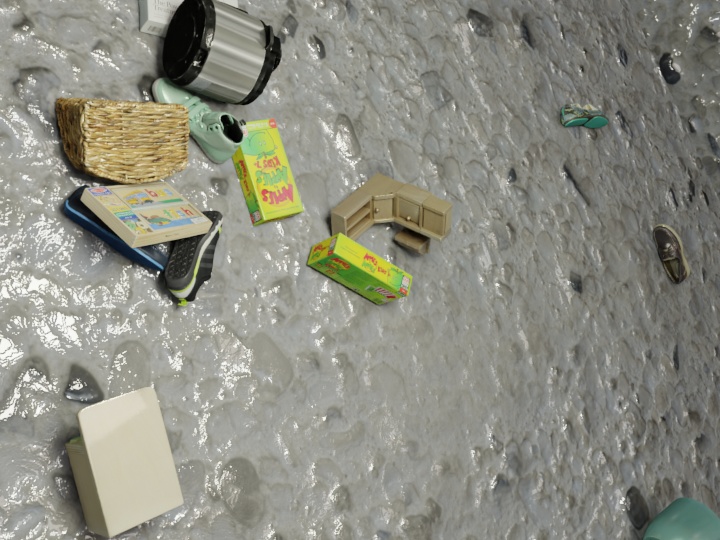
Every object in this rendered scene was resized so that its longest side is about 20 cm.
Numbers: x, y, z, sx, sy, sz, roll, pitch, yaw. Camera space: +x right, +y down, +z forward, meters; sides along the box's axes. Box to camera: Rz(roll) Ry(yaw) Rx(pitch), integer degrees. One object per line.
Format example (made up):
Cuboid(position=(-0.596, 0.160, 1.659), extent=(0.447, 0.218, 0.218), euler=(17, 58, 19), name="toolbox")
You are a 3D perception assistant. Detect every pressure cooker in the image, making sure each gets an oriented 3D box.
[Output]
Cuboid(position=(-0.257, -0.411, 1.465), extent=(0.199, 0.176, 0.180), euler=(12, 109, -40), name="pressure cooker")

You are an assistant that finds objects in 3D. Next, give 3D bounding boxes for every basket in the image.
Cuboid(position=(-0.423, -0.231, 1.367), extent=(0.199, 0.148, 0.144), euler=(-7, 106, -40), name="basket")

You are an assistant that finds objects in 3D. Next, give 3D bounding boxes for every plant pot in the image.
Cuboid(position=(0.842, 0.726, 2.014), extent=(0.160, 0.200, 0.202), euler=(-18, 88, -27), name="plant pot")

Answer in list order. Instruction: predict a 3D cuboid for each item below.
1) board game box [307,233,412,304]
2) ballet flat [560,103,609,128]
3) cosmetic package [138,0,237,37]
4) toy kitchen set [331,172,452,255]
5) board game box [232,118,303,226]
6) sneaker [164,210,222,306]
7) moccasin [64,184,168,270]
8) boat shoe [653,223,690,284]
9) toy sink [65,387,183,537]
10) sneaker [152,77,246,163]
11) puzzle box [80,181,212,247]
Cuboid(position=(0.000, 0.000, 1.609), extent=(0.199, 0.101, 0.048), euler=(30, 60, -28), name="board game box")
Cuboid(position=(0.670, -0.468, 2.290), extent=(0.199, 0.074, 0.075), euler=(-5, 81, -40), name="ballet flat")
Cuboid(position=(-0.343, -0.536, 1.538), extent=(0.199, 0.052, 0.152), euler=(3, 73, -37), name="cosmetic package")
Cuboid(position=(0.070, -0.074, 1.665), extent=(0.180, 0.199, 0.164), euler=(-42, 145, -37), name="toy kitchen set")
Cuboid(position=(-0.196, -0.201, 1.558), extent=(0.101, 0.047, 0.202), euler=(-17, 88, -40), name="board game box")
Cuboid(position=(-0.307, -0.023, 1.426), extent=(0.083, 0.071, 0.201), euler=(73, 30, -48), name="sneaker")
Cuboid(position=(-0.413, -0.076, 1.333), extent=(0.200, 0.080, 0.069), euler=(39, 64, -24), name="moccasin")
Cuboid(position=(0.973, -0.050, 2.405), extent=(0.065, 0.072, 0.201), euler=(-41, 109, -42), name="boat shoe")
Cuboid(position=(-0.387, 0.301, 1.231), extent=(0.130, 0.112, 0.202), euler=(-17, 93, -39), name="toy sink")
Cuboid(position=(-0.301, -0.304, 1.461), extent=(0.200, 0.118, 0.074), euler=(46, 56, -17), name="sneaker")
Cuboid(position=(-0.366, -0.102, 1.328), extent=(0.133, 0.026, 0.200), euler=(39, 24, 15), name="puzzle box")
